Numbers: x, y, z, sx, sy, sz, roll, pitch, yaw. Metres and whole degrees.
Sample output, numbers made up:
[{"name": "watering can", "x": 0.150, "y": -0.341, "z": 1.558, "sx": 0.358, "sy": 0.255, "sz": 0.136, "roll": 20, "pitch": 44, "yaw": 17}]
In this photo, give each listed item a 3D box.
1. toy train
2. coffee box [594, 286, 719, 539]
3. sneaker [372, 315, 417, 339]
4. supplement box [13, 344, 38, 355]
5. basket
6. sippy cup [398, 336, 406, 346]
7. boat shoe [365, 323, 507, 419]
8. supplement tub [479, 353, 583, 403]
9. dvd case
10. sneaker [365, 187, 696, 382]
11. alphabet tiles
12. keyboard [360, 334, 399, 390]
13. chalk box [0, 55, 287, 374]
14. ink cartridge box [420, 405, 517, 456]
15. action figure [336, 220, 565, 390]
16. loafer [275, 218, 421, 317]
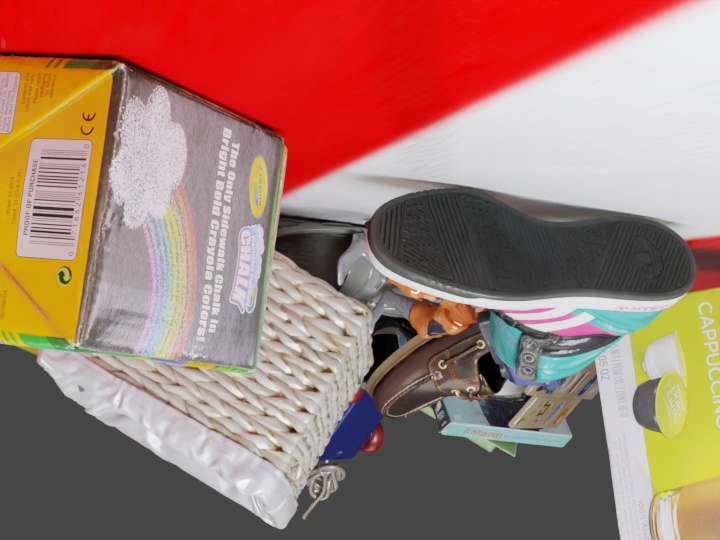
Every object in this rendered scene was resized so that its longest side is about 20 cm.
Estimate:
[{"name": "toy train", "x": -0.036, "y": 0.127, "z": 1.321, "sx": 0.084, "sy": 0.200, "sz": 0.116, "roll": 4, "pitch": -139, "yaw": -40}, {"name": "coffee box", "x": 0.293, "y": 0.116, "z": 0.971, "sx": 0.197, "sy": 0.201, "sz": 0.200, "roll": -12, "pitch": 168, "yaw": 24}, {"name": "sneaker", "x": 0.021, "y": 0.016, "z": 1.225, "sx": 0.199, "sy": 0.077, "sz": 0.089, "roll": 4, "pitch": -157, "yaw": -33}, {"name": "supplement box", "x": -0.251, "y": 0.009, "z": 1.153, "sx": 0.108, "sy": 0.110, "sz": 0.200, "roll": 5, "pitch": 163, "yaw": 32}, {"name": "basket", "x": -0.103, "y": 0.072, "z": 1.047, "sx": 0.200, "sy": 0.161, "sz": 0.198, "roll": 31, "pitch": 166, "yaw": 9}, {"name": "sippy cup", "x": 0.044, "y": 0.071, "z": 1.519, "sx": 0.177, "sy": 0.131, "sz": 0.140, "roll": 11, "pitch": -176, "yaw": 3}, {"name": "boat shoe", "x": 0.089, "y": 0.066, "z": 1.094, "sx": 0.200, "sy": 0.071, "sz": 0.070, "roll": -40, "pitch": 155, "yaw": 27}, {"name": "supplement tub", "x": 0.156, "y": 0.056, "z": 1.222, "sx": 0.122, "sy": 0.123, "sz": 0.200, "roll": 6, "pitch": 176, "yaw": 23}, {"name": "dvd case", "x": 0.107, "y": 0.076, "z": 1.321, "sx": 0.146, "sy": 0.200, "sz": 0.022, "roll": 11, "pitch": 132, "yaw": -32}, {"name": "sneaker", "x": 0.089, "y": 0.012, "z": 0.853, "sx": 0.199, "sy": 0.084, "sz": 0.121, "roll": 8, "pitch": 149, "yaw": -13}, {"name": "alphabet tiles", "x": 0.193, "y": 0.064, "z": 1.128, "sx": 0.006, "sy": 0.167, "sz": 0.200, "roll": 43, "pitch": -169, "yaw": 21}, {"name": "keyboard", "x": -0.020, "y": 0.036, "z": 1.254, "sx": 0.127, "sy": 0.021, "sz": 0.200, "roll": 22, "pitch": -153, "yaw": -18}, {"name": "chalk box", "x": -0.119, "y": -0.020, "z": 0.675, "sx": 0.123, "sy": 0.125, "sz": 0.200, "roll": 6, "pitch": 174, "yaw": 24}, {"name": "ink cartridge box", "x": 0.106, "y": 0.106, "z": 1.357, "sx": 0.104, "sy": 0.059, "sz": 0.200, "roll": 31, "pitch": -144, "yaw": -8}, {"name": "action figure", "x": 0.085, "y": -0.003, "z": 0.990, "sx": 0.193, "sy": 0.105, "sz": 0.200, "roll": 1, "pitch": 144, "yaw": 14}, {"name": "loafer", "x": 0.000, "y": 0.000, "z": 1.106, "sx": 0.199, "sy": 0.070, "sz": 0.070, "roll": 8, "pitch": -176, "yaw": 2}]
